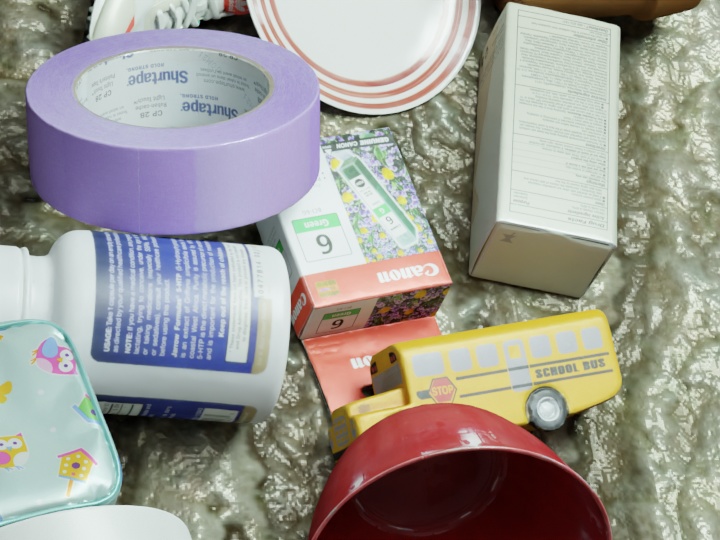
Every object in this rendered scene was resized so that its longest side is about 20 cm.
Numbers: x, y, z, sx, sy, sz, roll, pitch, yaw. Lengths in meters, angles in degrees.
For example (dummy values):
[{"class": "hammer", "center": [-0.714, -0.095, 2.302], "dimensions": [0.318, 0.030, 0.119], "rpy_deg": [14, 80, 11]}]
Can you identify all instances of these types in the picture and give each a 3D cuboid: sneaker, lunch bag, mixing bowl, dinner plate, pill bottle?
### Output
[{"class": "sneaker", "center": [-0.126, -0.209, 1.792], "dimensions": [0.093, 0.070, 0.200], "rpy_deg": [27, 53, 8]}, {"class": "lunch bag", "center": [-0.248, 0.113, 1.468], "dimensions": [0.200, 0.077, 0.161], "rpy_deg": [-12, 52, -21]}, {"class": "mixing bowl", "center": [0.051, 0.160, 1.568], "dimensions": [0.200, 0.200, 0.108], "rpy_deg": [4, 32, -15]}, {"class": "dinner plate", "center": [0.000, -0.214, 1.830], "dimensions": [0.200, 0.024, 0.201], "rpy_deg": [3, 82, -26]}, {"class": "pill bottle", "center": [-0.154, 0.035, 1.604], "dimensions": [0.200, 0.120, 0.120], "rpy_deg": [5, 58, -15]}]

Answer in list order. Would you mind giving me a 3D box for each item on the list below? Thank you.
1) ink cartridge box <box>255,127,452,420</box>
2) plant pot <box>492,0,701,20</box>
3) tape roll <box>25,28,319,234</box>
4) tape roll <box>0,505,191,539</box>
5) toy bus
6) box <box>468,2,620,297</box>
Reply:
[{"class": "ink cartridge box", "center": [0.000, 0.000, 1.714], "dimensions": [0.109, 0.050, 0.200], "rpy_deg": [-10, 62, -22]}, {"class": "plant pot", "center": [0.161, -0.273, 1.861], "dimensions": [0.140, 0.200, 0.200], "rpy_deg": [-20, 66, -8]}, {"class": "tape roll", "center": [-0.127, -0.098, 1.669], "dimensions": [0.200, 0.066, 0.200], "rpy_deg": [1, 28, -1]}, {"class": "tape roll", "center": [-0.174, 0.242, 1.421], "dimensions": [0.202, 0.203, 0.139], "rpy_deg": [-9, 63, -22]}, {"class": "toy bus", "center": [0.076, 0.082, 1.666], "dimensions": [0.200, 0.065, 0.078], "rpy_deg": [-9, 81, -22]}, {"class": "box", "center": [0.135, -0.089, 1.794], "dimensions": [0.095, 0.078, 0.200], "rpy_deg": [12, 57, -9]}]
